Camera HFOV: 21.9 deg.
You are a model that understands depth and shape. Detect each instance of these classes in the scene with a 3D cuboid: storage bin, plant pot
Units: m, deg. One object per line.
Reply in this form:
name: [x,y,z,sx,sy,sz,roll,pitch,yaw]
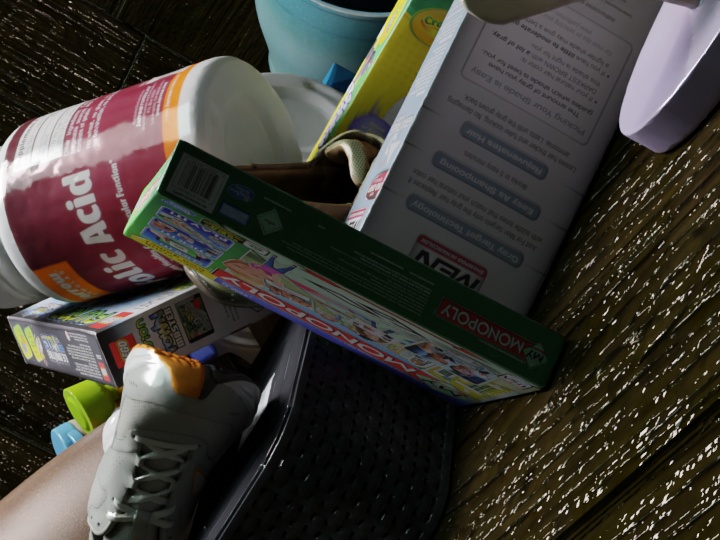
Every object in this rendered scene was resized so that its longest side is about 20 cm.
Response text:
storage bin: [-0.020,0.100,1.008,0.136,0.093,0.200,-58,11,28]
plant pot: [-0.120,0.158,1.222,0.200,0.187,0.187,-47,10,4]
plant pot: [-0.007,-0.243,1.683,0.188,0.199,0.201,104,-174,-55]

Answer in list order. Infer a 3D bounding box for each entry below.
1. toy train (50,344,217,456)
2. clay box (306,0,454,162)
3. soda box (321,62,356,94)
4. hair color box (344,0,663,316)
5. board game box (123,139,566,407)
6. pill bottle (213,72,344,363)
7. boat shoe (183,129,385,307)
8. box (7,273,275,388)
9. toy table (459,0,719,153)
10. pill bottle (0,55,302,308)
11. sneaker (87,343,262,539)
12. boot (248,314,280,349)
toy train: [-0.153,0.071,1.278,0.115,0.085,0.200,-30,-21,-26]
clay box: [0.050,-0.090,1.096,0.201,0.114,0.048,-59,10,25]
soda box: [-0.040,-0.051,1.391,0.201,0.068,0.064,-58,8,32]
hair color box: [0.072,-0.070,0.963,0.201,0.099,0.061,-64,11,-8]
board game box: [-0.013,0.006,0.897,0.029,0.199,0.135,-65,9,-14]
pill bottle: [-0.067,-0.028,1.301,0.112,0.111,0.201,-73,2,-51]
boat shoe: [0.000,-0.034,1.009,0.076,0.199,0.074,40,134,47]
box: [-0.136,0.026,1.132,0.110,0.035,0.200,-25,12,-23]
toy table: [0.137,-0.168,0.833,0.201,0.117,0.184,-62,9,0]
pill bottle: [-0.143,-0.046,1.096,0.199,0.114,0.115,-15,35,28]
sneaker: [-0.106,0.108,0.992,0.200,0.075,0.093,119,168,-65]
boot: [0.000,0.000,1.224,0.166,0.200,0.073,-31,47,0]
